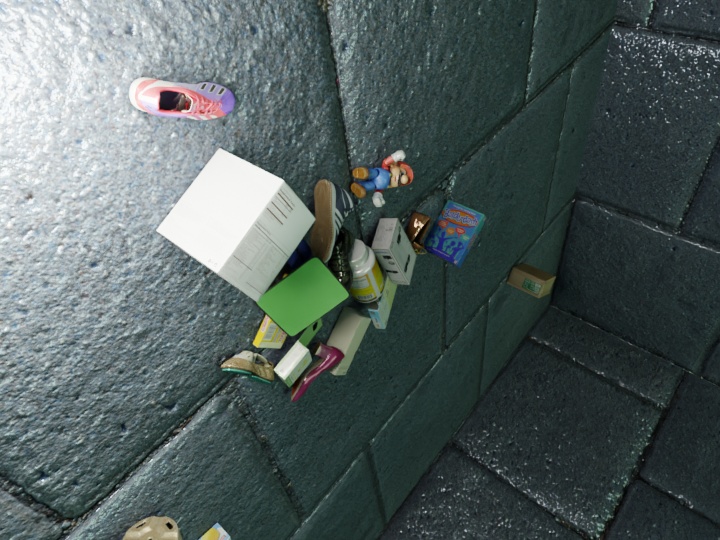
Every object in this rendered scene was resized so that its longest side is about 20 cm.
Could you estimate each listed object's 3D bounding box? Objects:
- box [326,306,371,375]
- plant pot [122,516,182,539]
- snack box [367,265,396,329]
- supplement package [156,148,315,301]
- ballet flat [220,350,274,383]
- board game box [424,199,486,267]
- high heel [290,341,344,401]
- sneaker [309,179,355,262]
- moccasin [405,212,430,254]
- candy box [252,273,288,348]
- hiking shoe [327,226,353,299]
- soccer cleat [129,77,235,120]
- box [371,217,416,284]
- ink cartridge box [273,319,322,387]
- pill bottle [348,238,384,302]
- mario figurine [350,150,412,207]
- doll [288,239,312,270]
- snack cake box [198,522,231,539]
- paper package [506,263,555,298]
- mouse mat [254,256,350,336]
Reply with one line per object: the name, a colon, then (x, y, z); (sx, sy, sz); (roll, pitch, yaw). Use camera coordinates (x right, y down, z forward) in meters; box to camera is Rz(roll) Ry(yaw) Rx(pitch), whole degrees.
box: (-0.050, 0.220, 1.644); (0.068, 0.082, 0.201); (18, 100, -58)
plant pot: (-0.498, 0.715, 1.283); (0.200, 0.199, 0.185); (-25, 122, -45)
snack box: (0.076, 0.071, 1.686); (0.117, 0.037, 0.201); (68, 34, -53)
supplement package: (-0.234, -0.087, 1.013); (0.201, 0.190, 0.147); (-55, 149, -9)
ballet flat: (-0.284, 0.240, 1.341); (0.200, 0.070, 0.066); (45, 48, -61)
board game box: (0.331, -0.132, 1.866); (0.201, 0.151, 0.045); (-61, 149, -3)
high heel: (-0.128, 0.316, 1.572); (0.096, 0.067, 0.201); (29, 95, -22)
sneaker: (-0.067, -0.118, 1.321); (0.108, 0.069, 0.202); (4, 90, -59)
moccasin: (0.180, -0.089, 1.745); (0.073, 0.077, 0.203); (7, 108, -57)
candy box: (-0.203, 0.109, 1.376); (0.202, 0.026, 0.102); (-65, 154, 3)
hiking shoe: (-0.066, -0.028, 1.373); (0.101, 0.075, 0.202); (45, 42, -61)
soccer cleat: (-0.284, -0.285, 0.896); (0.199, 0.073, 0.069); (-15, 126, -51)
box: (0.107, -0.056, 1.620); (0.200, 0.060, 0.118); (54, 44, -50)
ink cartridge box: (-0.157, 0.225, 1.477); (0.200, 0.048, 0.146); (-50, 168, -17)
pill bottle: (0.000, 0.000, 1.515); (0.109, 0.109, 0.201); (-50, 148, -19)
mario figurine: (0.076, -0.250, 1.428); (0.199, 0.107, 0.123); (-20, 165, -39)
doll: (-0.133, -0.015, 1.339); (0.137, 0.048, 0.201); (-60, 146, -26)
snack cake box: (-0.468, 0.854, 1.533); (0.199, 0.067, 0.116); (-35, 142, -37)
paper package: (0.924, 0.052, 2.858); (0.190, 0.199, 0.104); (-13, 125, -50)
mouse mat: (-0.143, 0.069, 1.318); (0.199, 0.008, 0.161); (-36, 123, 6)
